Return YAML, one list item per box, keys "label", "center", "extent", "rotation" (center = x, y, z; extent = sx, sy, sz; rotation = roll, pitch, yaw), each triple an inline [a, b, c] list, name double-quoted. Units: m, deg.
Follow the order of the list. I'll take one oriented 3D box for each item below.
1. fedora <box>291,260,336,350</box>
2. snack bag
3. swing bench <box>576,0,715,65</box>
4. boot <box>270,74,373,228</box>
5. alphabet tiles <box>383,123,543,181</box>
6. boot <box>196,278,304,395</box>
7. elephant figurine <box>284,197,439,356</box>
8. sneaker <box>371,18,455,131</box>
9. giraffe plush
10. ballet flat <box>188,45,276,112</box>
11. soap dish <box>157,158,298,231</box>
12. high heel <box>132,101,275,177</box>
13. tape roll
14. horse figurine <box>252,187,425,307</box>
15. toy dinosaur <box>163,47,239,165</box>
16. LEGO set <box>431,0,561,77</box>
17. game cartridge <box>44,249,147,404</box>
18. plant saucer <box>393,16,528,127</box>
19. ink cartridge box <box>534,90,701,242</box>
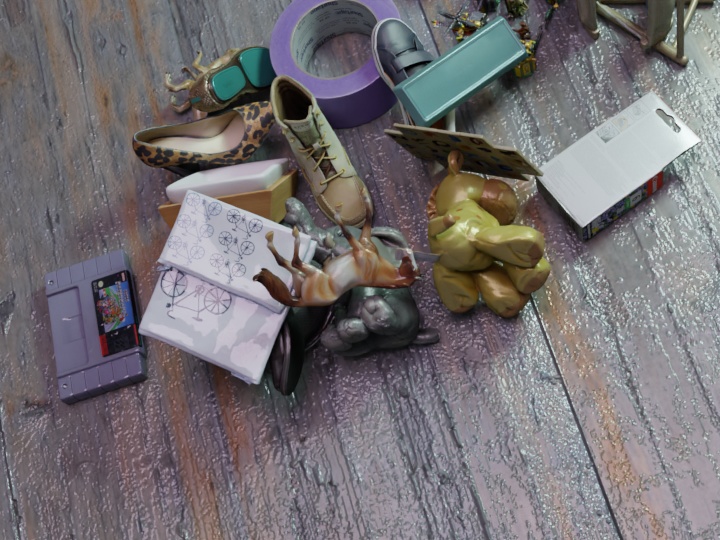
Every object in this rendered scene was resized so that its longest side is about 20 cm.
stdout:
- label: "fedora"
  center: [-0.117, 0.015, 1.691]
  extent: [0.175, 0.090, 0.202]
  rotation: [-7, 64, 11]
- label: "snack bag"
  center: [-0.174, 0.020, 1.576]
  extent: [0.187, 0.021, 0.202]
  rotation: [22, 86, 14]
- label: "swing bench"
  center: [0.372, -0.407, 1.701]
  extent: [0.199, 0.199, 0.131]
  rotation: [21, 72, 22]
- label: "boot"
  center: [-0.057, -0.161, 1.721]
  extent: [0.072, 0.155, 0.201]
  rotation: [-29, 62, -1]
- label: "alphabet tiles"
  center: [0.135, -0.156, 1.652]
  extent: [0.199, 0.166, 0.006]
  rotation: [12, 81, 32]
- label: "boot"
  center: [-0.166, 0.068, 1.613]
  extent: [0.172, 0.069, 0.202]
  rotation: [-8, 81, 12]
- label: "elephant figurine"
  center: [0.000, 0.000, 1.637]
  extent: [0.140, 0.155, 0.202]
  rotation: [-17, 67, 15]
- label: "sneaker"
  center: [0.082, -0.258, 1.723]
  extent: [0.078, 0.079, 0.202]
  rotation: [-25, 96, -21]
- label: "giraffe plush"
  center: [0.147, -0.057, 1.625]
  extent: [0.198, 0.173, 0.163]
  rotation: [19, 46, -11]
- label: "ballet flat"
  center: [-0.186, -0.278, 1.816]
  extent: [0.065, 0.200, 0.071]
  rotation: [-17, 100, 33]
- label: "soap dish"
  center: [-0.173, -0.096, 1.709]
  extent: [0.156, 0.200, 0.082]
  rotation: [-8, 101, 9]
- label: "high heel"
  center: [-0.216, -0.197, 1.754]
  extent: [0.199, 0.142, 0.072]
  rotation: [-30, 63, 21]
- label: "tape roll"
  center: [-0.028, -0.315, 1.824]
  extent: [0.198, 0.085, 0.202]
  rotation: [-6, 64, 11]
- label: "horse figurine"
  center: [-0.034, -0.009, 1.533]
  extent: [0.199, 0.133, 0.050]
  rotation: [-26, 18, -9]
- label: "toy dinosaur"
  center: [-0.241, -0.263, 1.868]
  extent: [0.100, 0.058, 0.202]
  rotation: [10, 69, 17]
- label: "LEGO set"
  center: [0.208, -0.384, 1.777]
  extent: [0.153, 0.116, 0.201]
  rotation: [25, 75, 23]
- label: "game cartridge"
  center: [-0.373, 0.076, 1.762]
  extent: [0.129, 0.038, 0.202]
  rotation: [-20, 63, 9]
- label: "plant saucer"
  center: [0.140, -0.270, 1.694]
  extent: [0.199, 0.019, 0.070]
  rotation: [-36, 92, -19]
- label: "ink cartridge box"
  center: [0.343, -0.140, 1.671]
  extent: [0.199, 0.050, 0.109]
  rotation: [-35, 62, -4]
